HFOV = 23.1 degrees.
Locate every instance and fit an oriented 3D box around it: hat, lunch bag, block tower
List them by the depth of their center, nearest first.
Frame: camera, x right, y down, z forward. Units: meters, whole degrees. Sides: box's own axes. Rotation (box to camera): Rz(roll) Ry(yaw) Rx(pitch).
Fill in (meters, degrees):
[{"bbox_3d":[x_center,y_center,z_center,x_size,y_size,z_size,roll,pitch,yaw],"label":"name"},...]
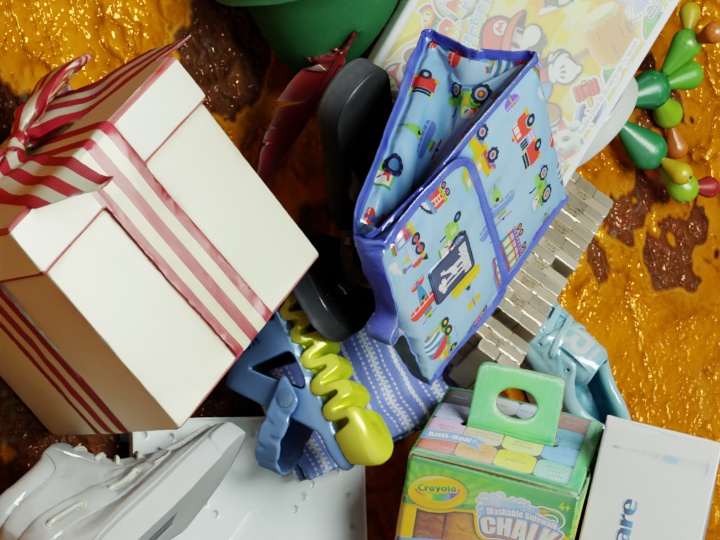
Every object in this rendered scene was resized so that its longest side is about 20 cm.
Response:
[{"bbox_3d":[0.052,-0.034,1.187,0.201,0.094,0.151,-59,149,-28],"label":"lunch bag"},{"bbox_3d":[-0.013,-0.150,1.273,0.166,0.199,0.177,-83,157,-61],"label":"hat"},{"bbox_3d":[0.128,0.004,1.349,0.054,0.058,0.200,36,54,-4],"label":"block tower"}]

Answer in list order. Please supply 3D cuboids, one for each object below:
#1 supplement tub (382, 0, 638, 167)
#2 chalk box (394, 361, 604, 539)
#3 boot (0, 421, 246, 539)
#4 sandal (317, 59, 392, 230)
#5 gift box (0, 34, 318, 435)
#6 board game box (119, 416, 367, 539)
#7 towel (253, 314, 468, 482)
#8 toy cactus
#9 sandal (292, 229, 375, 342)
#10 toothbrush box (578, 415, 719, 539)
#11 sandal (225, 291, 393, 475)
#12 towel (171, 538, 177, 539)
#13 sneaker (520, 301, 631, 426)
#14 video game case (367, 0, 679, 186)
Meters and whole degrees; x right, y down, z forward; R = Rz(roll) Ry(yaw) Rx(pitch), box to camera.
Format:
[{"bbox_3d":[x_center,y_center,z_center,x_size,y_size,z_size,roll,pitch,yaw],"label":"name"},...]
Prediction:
[{"bbox_3d":[0.110,-0.180,1.357,0.200,0.140,0.141,47,58,-25],"label":"supplement tub"},{"bbox_3d":[0.098,0.166,1.246,0.124,0.124,0.201,-48,148,-65],"label":"chalk box"},{"bbox_3d":[-0.154,0.131,1.116,0.095,0.074,0.200,33,29,11],"label":"boot"},{"bbox_3d":[0.010,-0.072,1.253,0.076,0.043,0.200,-52,158,-13],"label":"sandal"},{"bbox_3d":[-0.152,-0.025,1.091,0.187,0.199,0.185,51,52,-21],"label":"gift box"},{"bbox_3d":[-0.079,0.204,1.229,0.199,0.026,0.202,2,83,-40],"label":"board game box"},{"bbox_3d":[0.002,0.058,1.292,0.199,0.024,0.146,-20,82,-41],"label":"towel"},{"bbox_3d":[0.238,-0.145,1.501,0.164,0.102,0.201,-19,105,-30],"label":"toy cactus"},{"bbox_3d":[0.000,-0.001,1.224,0.076,0.043,0.200,58,21,5],"label":"sandal"},{"bbox_3d":[0.206,0.190,1.271,0.200,0.085,0.147,40,63,-75],"label":"toothbrush box"},{"bbox_3d":[-0.058,0.058,1.199,0.201,0.087,0.079,64,12,21],"label":"sandal"},{"bbox_3d":[-0.157,0.267,1.132,0.152,0.023,0.201,20,77,-20],"label":"towel"},{"bbox_3d":[0.159,0.055,1.406,0.074,0.082,0.201,-46,112,-34],"label":"sneaker"},{"bbox_3d":[0.123,-0.181,1.270,0.181,0.023,0.201,26,103,-21],"label":"video game case"}]
